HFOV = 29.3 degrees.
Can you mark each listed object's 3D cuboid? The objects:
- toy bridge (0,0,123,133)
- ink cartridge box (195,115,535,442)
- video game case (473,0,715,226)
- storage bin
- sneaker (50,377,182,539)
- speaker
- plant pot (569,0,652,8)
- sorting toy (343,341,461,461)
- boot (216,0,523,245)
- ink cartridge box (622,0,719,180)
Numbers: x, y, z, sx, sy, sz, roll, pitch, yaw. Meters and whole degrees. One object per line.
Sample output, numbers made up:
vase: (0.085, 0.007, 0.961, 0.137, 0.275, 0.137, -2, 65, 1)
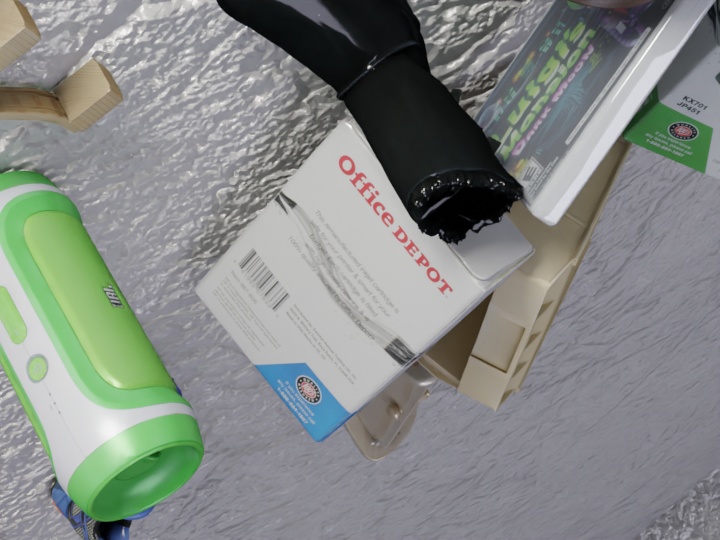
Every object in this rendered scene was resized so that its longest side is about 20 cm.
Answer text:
toy bridge: (-0.194, -0.110, 0.696, 0.067, 0.027, 0.200, -36, 156, 7)
ink cartridge box: (0.000, 0.000, 0.953, 0.200, 0.145, 0.084, -44, 173, 38)
video game case: (0.149, -0.142, 0.887, 0.023, 0.182, 0.201, 30, 103, -18)
storage bin: (0.128, -0.026, 1.069, 0.199, 0.093, 0.201, -59, 170, -32)
sneaker: (-0.187, 0.160, 1.124, 0.075, 0.079, 0.201, -14, 148, -39)
speaker: (-0.166, 0.040, 0.789, 0.088, 0.201, 0.089, -28, 155, -14)
plant pot: (0.158, -0.237, 0.694, 0.199, 0.202, 0.198, -25, 178, -21)
sorting toy: (0.062, 0.054, 1.239, 0.179, 0.107, 0.200, -35, 166, -25)
boot: (0.010, -0.102, 0.803, 0.073, 0.163, 0.198, -35, 156, 22)
ink cartridge box: (0.295, -0.151, 0.956, 0.145, 0.084, 0.200, 20, 144, -16)
